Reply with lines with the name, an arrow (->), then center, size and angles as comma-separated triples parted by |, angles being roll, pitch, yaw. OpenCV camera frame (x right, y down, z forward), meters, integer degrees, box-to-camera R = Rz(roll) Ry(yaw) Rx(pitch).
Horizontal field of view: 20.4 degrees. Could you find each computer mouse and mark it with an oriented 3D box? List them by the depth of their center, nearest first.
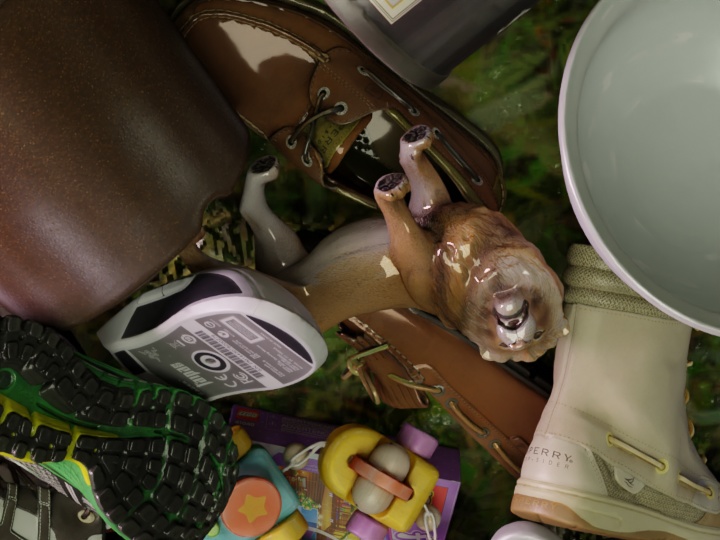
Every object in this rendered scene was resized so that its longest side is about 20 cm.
computer mouse -> -0.089, 0.036, 1.005 | 0.199, 0.044, 0.110 | -17, 134, 42

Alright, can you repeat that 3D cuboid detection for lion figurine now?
lion figurine -> 0.000, 0.000, 1.010 | 0.199, 0.073, 0.123 | -5, 130, 25

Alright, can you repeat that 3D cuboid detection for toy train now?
toy train -> -0.015, 0.157, 1.087 | 0.199, 0.056, 0.151 | 4, 90, -12

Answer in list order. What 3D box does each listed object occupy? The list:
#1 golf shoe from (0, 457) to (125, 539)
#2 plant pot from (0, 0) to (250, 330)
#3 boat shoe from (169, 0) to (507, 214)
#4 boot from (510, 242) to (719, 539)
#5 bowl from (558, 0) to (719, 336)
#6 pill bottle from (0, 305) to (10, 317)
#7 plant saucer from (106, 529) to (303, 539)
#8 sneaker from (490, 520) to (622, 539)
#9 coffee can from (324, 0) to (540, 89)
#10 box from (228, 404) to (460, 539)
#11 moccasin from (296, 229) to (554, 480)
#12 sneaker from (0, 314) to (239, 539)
golf shoe -> -0.183, 0.119, 1.029 | 0.094, 0.078, 0.200 | -41, 134, -5
plant pot -> -0.168, -0.091, 0.964 | 0.200, 0.201, 0.198 | -34, 114, 17
boat shoe -> -0.010, -0.081, 1.033 | 0.199, 0.068, 0.072 | 26, 116, -10
boot -> 0.164, 0.070, 1.094 | 0.199, 0.073, 0.157 | 14, 84, -46
bowl -> 0.181, -0.058, 1.007 | 0.200, 0.090, 0.203 | 2, 80, -13
pill bottle -> -0.235, 0.104, 1.107 | 0.110, 0.111, 0.201 | 17, 115, -7
plant saucer -> -0.098, 0.217, 1.161 | 0.199, 0.032, 0.202 | 1, 115, 2
sneaker -> 0.121, 0.180, 1.135 | 0.070, 0.100, 0.200 | -16, 131, 22
coffee can -> 0.066, -0.202, 0.927 | 0.200, 0.147, 0.146 | -37, 110, 18
box -> -0.028, 0.184, 1.181 | 0.136, 0.039, 0.201 | 12, 116, -4
moccasin -> 0.030, 0.048, 1.099 | 0.201, 0.074, 0.078 | 34, 103, -25
sneaker -> -0.139, 0.073, 0.993 | 0.200, 0.085, 0.078 | 39, 75, -35
